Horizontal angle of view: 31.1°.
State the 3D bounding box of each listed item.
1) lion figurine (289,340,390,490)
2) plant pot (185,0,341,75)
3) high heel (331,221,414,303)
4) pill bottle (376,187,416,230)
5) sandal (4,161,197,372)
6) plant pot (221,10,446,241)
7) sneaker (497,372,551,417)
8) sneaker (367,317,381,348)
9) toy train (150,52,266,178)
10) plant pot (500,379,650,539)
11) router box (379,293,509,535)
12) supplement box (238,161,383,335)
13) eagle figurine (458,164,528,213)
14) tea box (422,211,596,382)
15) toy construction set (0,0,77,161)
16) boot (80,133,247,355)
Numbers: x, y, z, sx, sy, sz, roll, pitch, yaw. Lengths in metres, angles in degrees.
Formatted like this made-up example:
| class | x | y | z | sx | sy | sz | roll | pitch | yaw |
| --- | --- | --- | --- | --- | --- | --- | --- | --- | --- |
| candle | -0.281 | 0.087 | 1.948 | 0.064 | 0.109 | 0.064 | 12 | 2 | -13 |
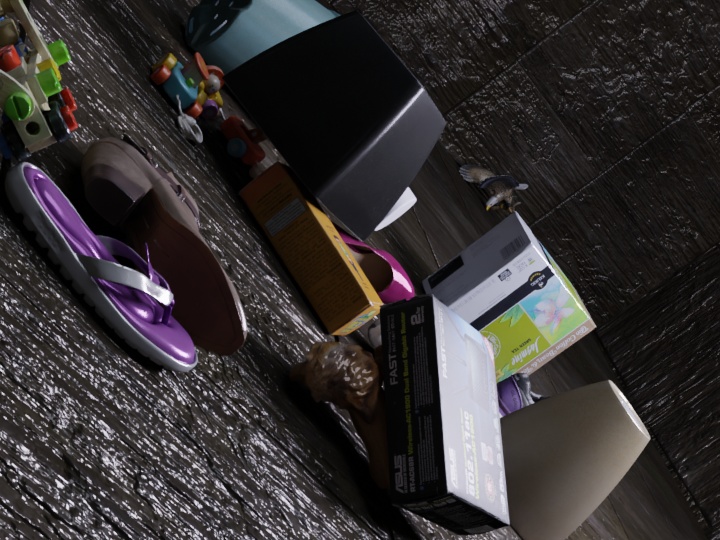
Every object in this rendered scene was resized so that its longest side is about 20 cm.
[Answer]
| class | x | y | z | sx | sy | sz | roll | pitch | yaw |
| --- | --- | --- | --- | --- | --- | --- | --- | --- | --- |
| lion figurine | 0.014 | 0.148 | 1.244 | 0.201 | 0.072 | 0.123 | 57 | 18 | -5 |
| plant pot | -0.122 | -0.314 | 1.780 | 0.196 | 0.200 | 0.201 | 36 | 19 | -34 |
| high heel | 0.000 | 0.000 | 1.623 | 0.199 | 0.068 | 0.096 | 32 | 10 | -25 |
| pill bottle | -0.002 | -0.166 | 1.997 | 0.201 | 0.111 | 0.111 | 55 | 11 | 6 |
| sandal | -0.178 | -0.003 | 0.946 | 0.203 | 0.050 | 0.083 | 49 | 12 | -24 |
| plant pot | -0.014 | -0.185 | 1.546 | 0.201 | 0.177 | 0.199 | 53 | 5 | 21 |
| sneaker | 0.276 | 0.243 | 1.983 | 0.200 | 0.087 | 0.076 | 50 | 11 | -20 |
| sneaker | 0.081 | 0.129 | 1.574 | 0.200 | 0.074 | 0.087 | 47 | 18 | -30 |
| toy train | -0.169 | -0.193 | 1.536 | 0.151 | 0.055 | 0.200 | 57 | 11 | 15 |
| plant pot | 0.272 | 0.239 | 1.697 | 0.188 | 0.199 | 0.188 | 51 | 11 | -14 |
| router box | 0.082 | 0.142 | 1.256 | 0.150 | 0.062 | 0.202 | 35 | 45 | -54 |
| supplement box | -0.055 | -0.024 | 1.476 | 0.201 | 0.069 | 0.066 | 55 | 10 | 13 |
| eagle figurine | 0.408 | -0.250 | 3.904 | 0.200 | 0.151 | 0.152 | 52 | 30 | -32 |
| tea box | 0.240 | 0.054 | 2.108 | 0.197 | 0.199 | 0.134 | 48 | 12 | -24 |
| toy construction set | -0.262 | -0.152 | 0.934 | 0.200 | 0.091 | 0.132 | -86 | 155 | -65 |
| boot | -0.156 | -0.029 | 1.075 | 0.201 | 0.070 | 0.146 | 53 | 9 | -8 |
